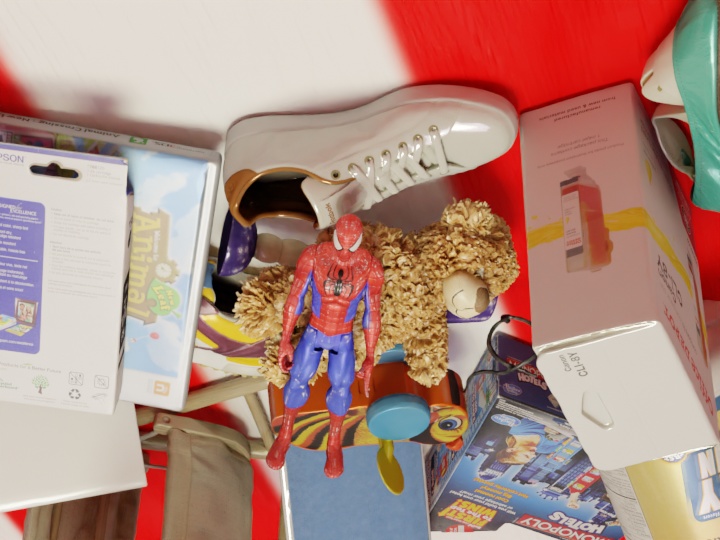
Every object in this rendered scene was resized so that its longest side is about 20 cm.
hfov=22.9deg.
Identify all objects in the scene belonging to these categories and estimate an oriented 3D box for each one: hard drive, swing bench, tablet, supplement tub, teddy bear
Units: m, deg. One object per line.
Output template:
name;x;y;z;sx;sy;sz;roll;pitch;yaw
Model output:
hard drive;-0.267;0.112;1.318;0.199;0.133;0.027;-9;173;-12
swing bench;-0.156;0.197;1.395;0.199;0.200;0.130;-5;140;10
tablet;-0.003;0.184;1.388;0.130;0.014;0.201;-13;106;-29
supplement tub;0.247;0.139;1.299;0.144;0.145;0.201;-16;110;21
teddy bear;0.013;0.023;1.207;0.199;0.067;0.146;-5;118;-1

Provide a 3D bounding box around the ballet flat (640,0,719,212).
ballet flat;0.214;-0.105;1.123;0.070;0.068;0.200;1;140;24

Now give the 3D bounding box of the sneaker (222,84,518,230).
sneaker;0.007;-0.063;1.166;0.199;0.085;0.073;-10;137;12

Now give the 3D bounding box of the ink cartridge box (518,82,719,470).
ink cartridge box;0.167;0.005;1.147;0.083;0.201;0.145;-15;138;19

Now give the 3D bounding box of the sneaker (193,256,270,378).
sneaker;-0.140;0.025;1.292;0.199;0.075;0.090;1;141;-11

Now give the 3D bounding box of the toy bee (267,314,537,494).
toy bee;0.037;0.108;1.317;0.199;0.131;0.109;5;147;19

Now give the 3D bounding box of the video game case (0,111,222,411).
video game case;-0.197;-0.005;1.226;0.181;0.022;0.201;10;117;-2

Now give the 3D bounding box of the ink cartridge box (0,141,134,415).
ink cartridge box;-0.205;0.001;1.196;0.099;0.039;0.201;9;120;-1

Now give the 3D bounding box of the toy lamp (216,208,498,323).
toy lamp;0.000;0.000;1.262;0.199;0.058;0.058;10;140;-11

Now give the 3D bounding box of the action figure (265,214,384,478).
action figure;-0.021;0.050;1.171;0.065;0.052;0.201;11;121;1

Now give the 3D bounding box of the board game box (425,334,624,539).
board game box;0.141;0.156;1.441;0.199;0.062;0.200;21;138;-21
